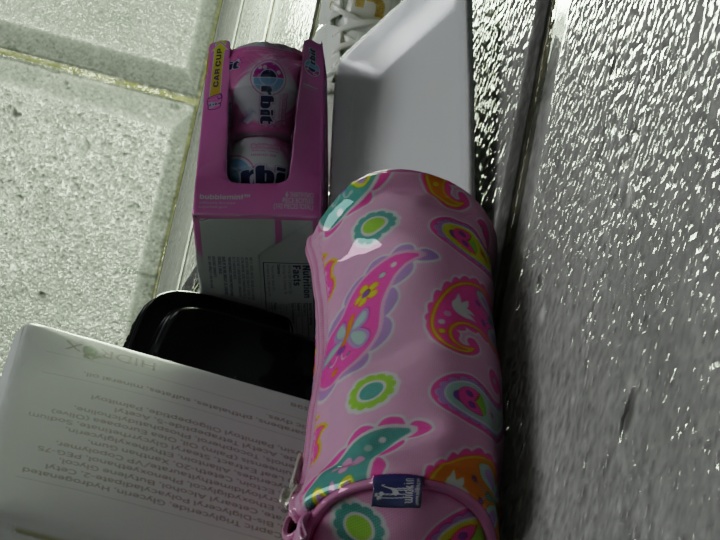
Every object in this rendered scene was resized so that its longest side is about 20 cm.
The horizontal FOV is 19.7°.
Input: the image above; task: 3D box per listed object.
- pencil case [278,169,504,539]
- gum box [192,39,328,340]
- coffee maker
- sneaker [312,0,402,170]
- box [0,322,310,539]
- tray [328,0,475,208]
[{"bbox_3d":[0.014,0.047,0.820,0.201,0.087,0.088,-86,13,-50],"label":"pencil case"},{"bbox_3d":[-0.051,-0.020,1.115,0.201,0.066,0.114,91,180,-54],"label":"gum box"},{"bbox_3d":[-0.102,0.121,1.083,0.201,0.191,0.135,110,150,-45],"label":"coffee maker"},{"bbox_3d":[-0.007,-0.130,1.257,0.200,0.073,0.116,-96,18,-68],"label":"sneaker"},{"bbox_3d":[-0.087,0.165,0.898,0.172,0.198,0.200,-91,18,-66],"label":"box"},{"bbox_3d":[0.025,-0.060,1.011,0.107,0.022,0.201,-40,34,37],"label":"tray"}]
